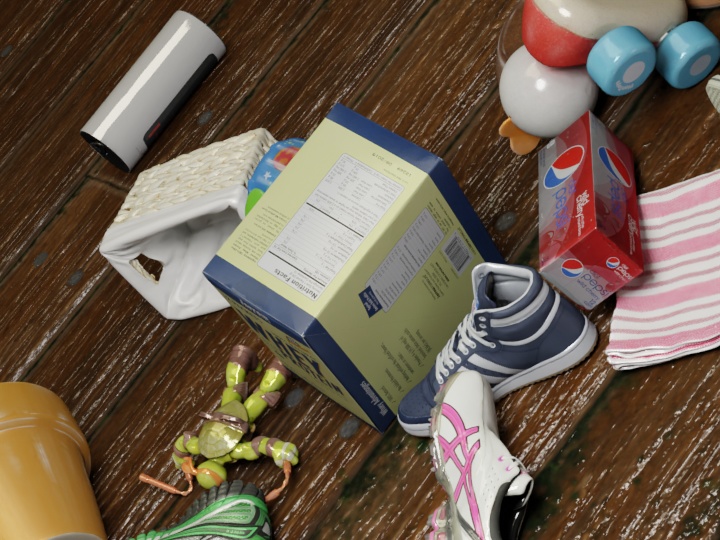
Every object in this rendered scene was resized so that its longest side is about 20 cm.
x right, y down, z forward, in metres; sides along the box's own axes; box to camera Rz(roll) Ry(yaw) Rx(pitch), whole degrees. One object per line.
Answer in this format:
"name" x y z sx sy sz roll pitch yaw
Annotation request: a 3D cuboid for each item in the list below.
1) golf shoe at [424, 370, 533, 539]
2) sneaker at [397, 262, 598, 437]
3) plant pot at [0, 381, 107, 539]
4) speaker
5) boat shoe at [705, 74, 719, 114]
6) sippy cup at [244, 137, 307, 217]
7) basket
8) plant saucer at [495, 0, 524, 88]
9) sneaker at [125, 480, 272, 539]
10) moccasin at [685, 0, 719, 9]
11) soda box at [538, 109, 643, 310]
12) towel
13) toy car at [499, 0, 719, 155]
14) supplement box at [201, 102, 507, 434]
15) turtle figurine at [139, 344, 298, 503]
"golf shoe" 0.106 0.172 1.590 0.092 0.073 0.201 -16 55 26
"sneaker" 0.096 0.065 1.674 0.199 0.109 0.070 -29 36 21
"plant pot" -0.337 0.244 1.880 0.200 0.200 0.183 -43 51 2
"speaker" -0.256 -0.220 2.360 0.200 0.081 0.081 -53 35 -13
"boat shoe" 0.381 -0.138 1.631 0.199 0.075 0.062 19 63 47
"sippy cup" -0.037 -0.064 1.884 0.130 0.178 0.140 29 76 32
"basket" -0.152 -0.050 2.029 0.199 0.136 0.124 -18 40 33
"plant saucer" 0.215 -0.252 1.953 0.199 0.035 0.201 -26 38 23
"sneaker" -0.167 0.276 1.752 0.200 0.078 0.085 -38 39 12
"moccasin" 0.370 -0.305 1.808 0.200 0.078 0.074 -15 44 36
"soda box" 0.202 -0.055 1.697 0.070 0.063 0.201 -39 24 27
"towel" 0.282 -0.010 1.634 0.146 0.030 0.201 -18 42 32
"toy car" 0.204 -0.195 1.829 0.185 0.176 0.201 52 133 30
"supplement box" 0.000 0.000 1.739 0.134 0.200 0.200 31 77 36
"turtle figurine" -0.130 0.150 1.857 0.199 0.064 0.162 -5 50 43
